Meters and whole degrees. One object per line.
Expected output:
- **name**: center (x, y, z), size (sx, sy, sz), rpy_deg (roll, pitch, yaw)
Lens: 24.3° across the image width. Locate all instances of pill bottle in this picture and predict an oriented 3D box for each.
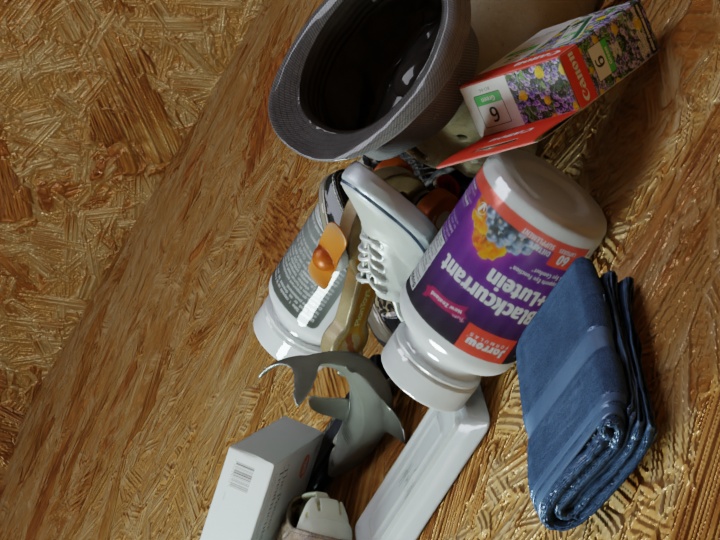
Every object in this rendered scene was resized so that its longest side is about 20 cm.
- **pill bottle**: center (0.100, 0.012, 1.339), size (0.201, 0.111, 0.112), rpy_deg (-57, 16, 24)
- **pill bottle**: center (-0.028, 0.004, 1.783), size (0.201, 0.113, 0.114), rpy_deg (-55, 17, 28)

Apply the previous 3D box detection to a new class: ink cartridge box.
- **ink cartridge box**: center (0.144, -0.151, 1.344), size (0.108, 0.051, 0.200), rpy_deg (-12, 18, 45)

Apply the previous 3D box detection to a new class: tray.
- **tray**: center (0.045, 0.179, 1.424), size (0.201, 0.022, 0.108), rpy_deg (-59, 17, 18)

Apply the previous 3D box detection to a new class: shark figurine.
- **shark figurine**: center (0.004, 0.121, 1.515), size (0.128, 0.215, 0.090), rpy_deg (-36, 56, -5)

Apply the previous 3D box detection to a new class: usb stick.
- **usb stick**: center (-0.024, 0.170, 1.653), size (0.201, 0.032, 0.056), rpy_deg (-58, 17, 22)

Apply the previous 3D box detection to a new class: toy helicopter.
- **toy helicopter**: center (0.000, 0.000, 1.488), size (0.079, 0.132, 0.202), rpy_deg (37, 123, 33)

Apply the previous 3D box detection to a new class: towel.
- **towel**: center (0.154, 0.085, 1.159), size (0.112, 0.048, 0.201), rpy_deg (-55, 18, 28)

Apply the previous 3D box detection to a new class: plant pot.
- **plant pot**: center (0.110, -0.193, 1.510), size (0.200, 0.199, 0.185), rpy_deg (-33, 40, 62)

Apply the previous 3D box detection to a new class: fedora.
- **fedora**: center (0.026, -0.163, 1.397), size (0.176, 0.090, 0.201), rpy_deg (29, 86, 43)

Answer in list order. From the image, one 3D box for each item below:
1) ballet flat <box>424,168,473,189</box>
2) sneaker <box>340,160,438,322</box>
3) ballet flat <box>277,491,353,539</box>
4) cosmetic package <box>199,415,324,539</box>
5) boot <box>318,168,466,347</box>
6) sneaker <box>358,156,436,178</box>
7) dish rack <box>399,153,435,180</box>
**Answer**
- **ballet flat**: center (0.073, -0.062, 1.627), size (0.057, 0.067, 0.200), rpy_deg (-23, -23, -52)
- **sneaker**: center (0.028, -0.013, 1.393), size (0.071, 0.200, 0.073), rpy_deg (-47, 48, -7)
- **ballet flat**: center (-0.041, 0.235, 1.505), size (0.200, 0.067, 0.068), rpy_deg (-177, 101, -77)
- **cosmetic package**: center (-0.106, 0.251, 1.587), size (0.151, 0.051, 0.202), rpy_deg (-26, -45, -74)
- **boot**: center (0.043, -0.040, 1.585), size (0.151, 0.073, 0.202), rpy_deg (-45, 55, 41)
- **sneaker**: center (0.041, -0.135, 1.867), size (0.080, 0.077, 0.200), rpy_deg (-60, 12, -21)
- **dish rack**: center (0.043, -0.156, 1.696), size (0.155, 0.054, 0.200), rpy_deg (67, 157, 13)
